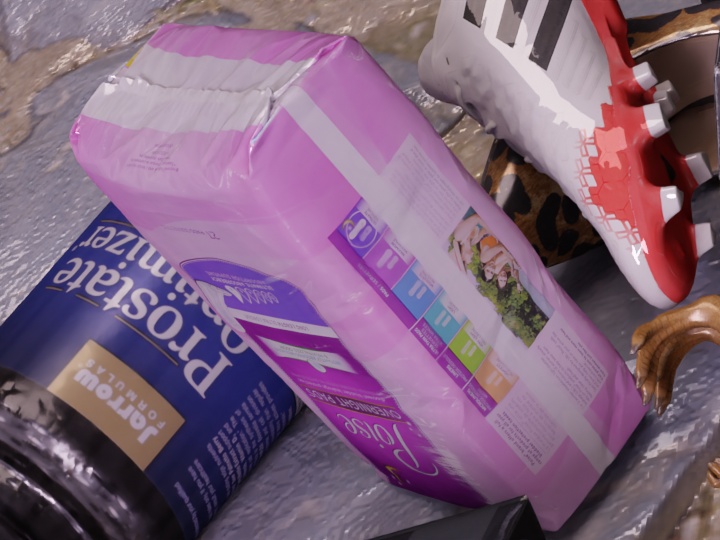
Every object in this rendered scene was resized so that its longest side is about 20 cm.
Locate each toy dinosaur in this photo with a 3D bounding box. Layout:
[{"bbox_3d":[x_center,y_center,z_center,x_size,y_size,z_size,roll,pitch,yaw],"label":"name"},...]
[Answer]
[{"bbox_3d":[0.151,0.021,0.990,0.106,0.061,0.201,-3,51,15],"label":"toy dinosaur"}]

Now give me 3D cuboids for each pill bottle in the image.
[{"bbox_3d":[-0.091,0.050,1.110,0.112,0.112,0.200,10,54,49],"label":"pill bottle"}]

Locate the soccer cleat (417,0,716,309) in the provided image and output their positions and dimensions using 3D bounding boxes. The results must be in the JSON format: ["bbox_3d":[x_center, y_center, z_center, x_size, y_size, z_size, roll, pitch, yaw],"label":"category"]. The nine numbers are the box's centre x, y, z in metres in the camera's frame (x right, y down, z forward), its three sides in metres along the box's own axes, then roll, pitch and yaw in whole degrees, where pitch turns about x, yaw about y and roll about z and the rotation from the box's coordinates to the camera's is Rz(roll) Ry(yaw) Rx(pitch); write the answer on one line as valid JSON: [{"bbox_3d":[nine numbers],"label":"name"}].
[{"bbox_3d":[0.067,-0.066,1.053,0.085,0.069,0.201,-26,64,16],"label":"soccer cleat"}]

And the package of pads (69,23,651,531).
[{"bbox_3d":[0.000,0.000,1.008,0.076,0.200,0.120,-52,32,-17],"label":"package of pads"}]

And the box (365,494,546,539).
[{"bbox_3d":[-0.035,0.138,0.787,0.158,0.046,0.200,-18,14,20],"label":"box"}]

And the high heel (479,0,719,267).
[{"bbox_3d":[0.134,-0.057,1.078,0.200,0.072,0.142,-44,31,-23],"label":"high heel"}]

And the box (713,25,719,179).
[{"bbox_3d":[0.220,-0.092,0.974,0.192,0.048,0.200,2,28,11],"label":"box"}]
